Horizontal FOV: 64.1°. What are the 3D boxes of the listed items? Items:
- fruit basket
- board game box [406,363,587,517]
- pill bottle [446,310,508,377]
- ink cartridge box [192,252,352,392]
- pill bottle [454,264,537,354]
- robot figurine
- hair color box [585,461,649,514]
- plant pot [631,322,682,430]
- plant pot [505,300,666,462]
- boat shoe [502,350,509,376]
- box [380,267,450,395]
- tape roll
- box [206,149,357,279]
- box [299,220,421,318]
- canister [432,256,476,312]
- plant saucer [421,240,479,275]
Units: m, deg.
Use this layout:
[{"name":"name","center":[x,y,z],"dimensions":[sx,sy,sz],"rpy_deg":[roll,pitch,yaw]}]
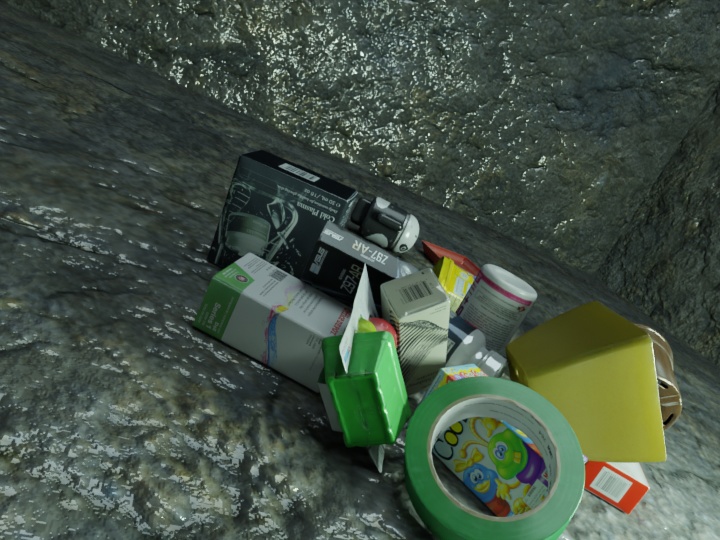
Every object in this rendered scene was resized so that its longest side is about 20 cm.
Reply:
[{"name":"fruit basket","center":[0.007,0.116,0.729],"dimensions":[0.093,0.187,0.200],"rpy_deg":[-11,26,8]},{"name":"board game box","center":[0.180,0.230,0.775],"dimensions":[0.200,0.104,0.105],"rpy_deg":[39,20,33]},{"name":"pill bottle","center":[0.145,0.133,0.986],"dimensions":[0.199,0.120,0.119],"rpy_deg":[35,18,23]},{"name":"ink cartridge box","center":[-0.112,0.069,0.826],"dimensions":[0.199,0.084,0.145],"rpy_deg":[28,17,1]},{"name":"pill bottle","center":[0.229,0.100,1.069],"dimensions":[0.113,0.201,0.113],"rpy_deg":[25,16,-8]},{"name":"robot figurine","center":[0.070,-0.130,1.648],"dimensions":[0.199,0.125,0.151],"rpy_deg":[27,34,-2]},{"name":"hair color box","center":[0.407,0.309,0.976],"dimensions":[0.101,0.062,0.200],"rpy_deg":[30,18,7]},{"name":"plant pot","center":[0.608,0.246,1.279],"dimensions":[0.199,0.201,0.198],"rpy_deg":[29,24,5]},{"name":"plant pot","center":[0.340,0.183,0.916],"dimensions":[0.175,0.202,0.200],"rpy_deg":[-12,11,3]},{"name":"boat shoe","center":[0.269,0.178,1.141],"dimensions":[0.073,0.066,0.200],"rpy_deg":[11,1,-25]},{"name":"box","center":[0.078,0.095,0.832],"dimensions":[0.082,0.201,0.069],"rpy_deg":[-19,48,-10]},{"name":"tape roll","center":[0.149,0.219,0.657],"dimensions":[0.198,0.048,0.201],"rpy_deg":[-1,46,1]},{"name":"box","center":[-0.135,-0.081,1.016],"dimensions":[0.199,0.198,0.124],"rpy_deg":[23,18,2]},{"name":"box","center":[-0.016,0.033,0.898],"dimensions":[0.159,0.200,0.044],"rpy_deg":[28,49,-3]},{"name":"canister","center":[0.250,0.074,1.326],"dimensions":[0.199,0.087,0.149],"rpy_deg":[29,42,-4]},{"name":"plant saucer","center":[0.302,-0.012,1.809],"dimensions":[0.199,0.037,0.200],"rpy_deg":[19,19,-30]}]
